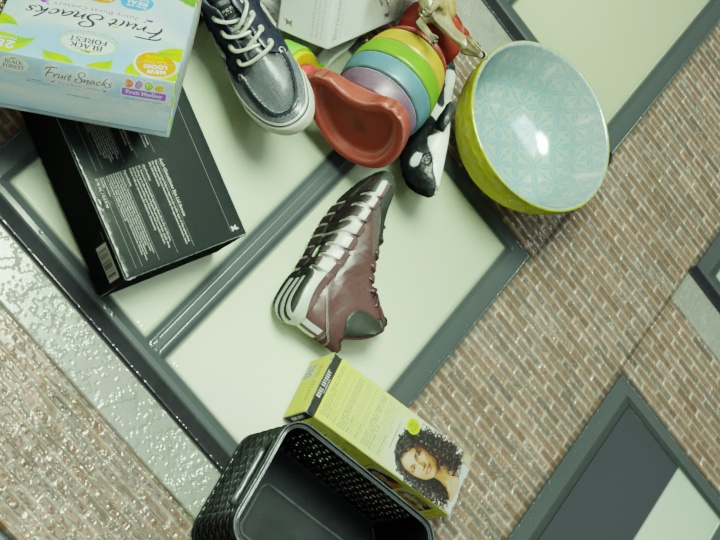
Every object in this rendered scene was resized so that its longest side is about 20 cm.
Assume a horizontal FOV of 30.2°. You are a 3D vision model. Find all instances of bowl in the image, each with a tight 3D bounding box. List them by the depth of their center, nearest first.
[{"bbox_3d":[0.177,-0.150,1.532,0.199,0.107,0.202,10,71,-31],"label":"bowl"}]

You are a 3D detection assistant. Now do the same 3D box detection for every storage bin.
[{"bbox_3d":[-0.044,0.255,1.286,0.200,0.094,0.136,41,59,-18],"label":"storage bin"}]

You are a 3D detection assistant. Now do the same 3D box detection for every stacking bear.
[{"bbox_3d":[0.044,-0.215,1.432,0.121,0.114,0.200,26,58,17],"label":"stacking bear"}]

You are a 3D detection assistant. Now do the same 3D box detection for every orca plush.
[{"bbox_3d":[0.064,-0.170,1.485,0.070,0.105,0.202,14,67,-3],"label":"orca plush"}]

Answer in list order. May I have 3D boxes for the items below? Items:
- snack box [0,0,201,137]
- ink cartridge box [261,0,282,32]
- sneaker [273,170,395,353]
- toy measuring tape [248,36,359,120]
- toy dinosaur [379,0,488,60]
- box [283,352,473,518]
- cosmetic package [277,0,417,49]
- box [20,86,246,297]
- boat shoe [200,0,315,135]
[{"bbox_3d":[-0.239,-0.218,1.226,0.167,0.068,0.201,10,42,-6],"label":"snack box"},{"bbox_3d":[-0.084,-0.372,1.467,0.119,0.042,0.201,39,62,-19],"label":"ink cartridge box"},{"bbox_3d":[0.000,0.000,1.406,0.115,0.075,0.201,43,68,-21],"label":"sneaker"},{"bbox_3d":[-0.056,-0.233,1.422,0.074,0.073,0.200,47,62,-13],"label":"toy measuring tape"},{"bbox_3d":[0.066,-0.303,1.403,0.101,0.058,0.202,-10,77,-52],"label":"toy dinosaur"},{"bbox_3d":[0.021,0.173,1.377,0.199,0.050,0.076,37,60,-19],"label":"box"},{"bbox_3d":[0.001,-0.318,1.437,0.074,0.102,0.200,26,37,23],"label":"cosmetic package"},{"bbox_3d":[-0.218,-0.096,1.280,0.140,0.079,0.201,-23,89,-33],"label":"box"},{"bbox_3d":[-0.117,-0.229,1.334,0.074,0.093,0.201,-34,63,2],"label":"boat shoe"}]
